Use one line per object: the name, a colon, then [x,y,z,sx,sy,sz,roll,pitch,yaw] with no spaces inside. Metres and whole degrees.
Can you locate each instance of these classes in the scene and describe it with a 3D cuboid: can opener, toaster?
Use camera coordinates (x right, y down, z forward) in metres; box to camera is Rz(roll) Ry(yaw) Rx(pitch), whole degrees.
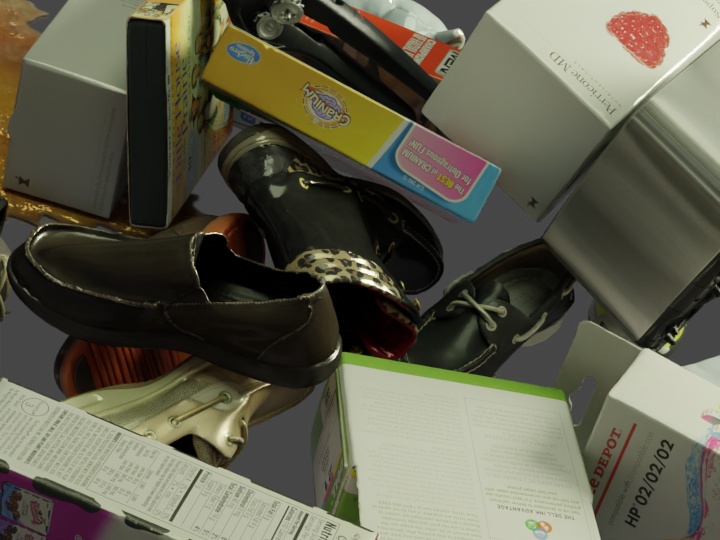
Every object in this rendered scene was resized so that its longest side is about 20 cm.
can opener: [-0.018,-0.166,1.152,0.199,0.063,0.079,29,31,-29]
toaster: [0.231,-0.054,1.094,0.119,0.181,0.200,45,58,11]

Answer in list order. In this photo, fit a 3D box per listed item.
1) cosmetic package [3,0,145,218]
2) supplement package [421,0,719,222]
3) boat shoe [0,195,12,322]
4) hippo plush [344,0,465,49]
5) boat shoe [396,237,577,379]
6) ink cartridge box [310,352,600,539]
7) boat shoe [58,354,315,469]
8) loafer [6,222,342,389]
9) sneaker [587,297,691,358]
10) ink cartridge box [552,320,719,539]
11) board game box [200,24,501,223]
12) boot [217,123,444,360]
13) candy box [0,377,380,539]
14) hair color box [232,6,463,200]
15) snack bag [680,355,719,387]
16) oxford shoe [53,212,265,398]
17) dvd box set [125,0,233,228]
cosmetic package: [-0.186,-0.140,1.188,0.084,0.108,0.200,17,35,-2]
supplement package: [0.163,-0.153,1.177,0.121,0.120,0.200,44,52,7]
boat shoe: [-0.246,-0.001,0.990,0.073,0.075,0.201,8,36,-13]
hippo plush: [-0.003,-0.205,1.375,0.200,0.159,0.161,-35,89,-34]
boat shoe: [0.087,0.032,1.109,0.074,0.061,0.199,38,38,25]
ink cartridge box: [0.053,0.146,0.916,0.147,0.076,0.201,10,35,-12]
boat shoe: [-0.099,0.093,0.932,0.199,0.072,0.065,-15,57,-40]
loafer: [-0.102,0.003,0.925,0.199,0.072,0.073,14,35,4]
sneaker: [0.228,-0.002,1.211,0.075,0.077,0.200,28,37,13]
ink cartridge box: [0.190,0.129,0.966,0.199,0.116,0.068,29,34,17]
board game box: [-0.007,-0.095,1.107,0.199,0.041,0.153,28,1,-1]
boot: [0.000,0.000,1.061,0.200,0.073,0.151,36,21,-42]
candy box: [-0.104,0.152,0.778,0.199,0.137,0.061,23,34,6]
hair color box: [-0.013,-0.142,1.268,0.199,0.111,0.064,22,34,7]
snack bag: [0.346,0.109,1.155,0.199,0.022,0.188,-14,44,-39]
oxford shoe: [-0.137,0.026,1.026,0.072,0.072,0.200,4,27,29]
dvd box set: [-0.124,-0.134,1.149,0.029,0.147,0.200,5,24,7]
